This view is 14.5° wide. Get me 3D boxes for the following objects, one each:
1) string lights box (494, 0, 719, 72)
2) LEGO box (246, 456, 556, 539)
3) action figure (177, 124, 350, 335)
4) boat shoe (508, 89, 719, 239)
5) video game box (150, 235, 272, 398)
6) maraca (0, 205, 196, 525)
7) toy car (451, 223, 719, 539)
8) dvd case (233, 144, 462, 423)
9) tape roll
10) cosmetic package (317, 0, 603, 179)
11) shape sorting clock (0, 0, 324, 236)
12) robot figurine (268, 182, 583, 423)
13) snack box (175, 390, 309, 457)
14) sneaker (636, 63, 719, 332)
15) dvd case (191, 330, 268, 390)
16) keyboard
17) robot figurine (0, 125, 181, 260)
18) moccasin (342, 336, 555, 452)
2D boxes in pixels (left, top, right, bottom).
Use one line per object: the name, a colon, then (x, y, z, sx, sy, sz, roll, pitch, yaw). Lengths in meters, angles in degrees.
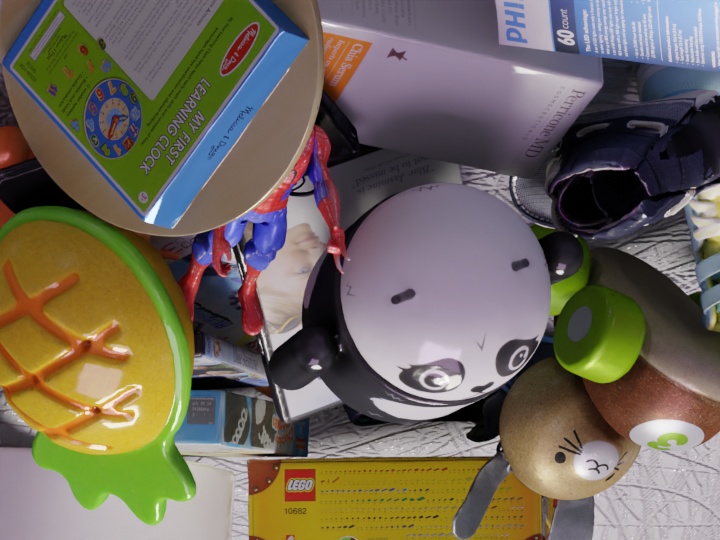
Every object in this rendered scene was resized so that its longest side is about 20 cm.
string lights box: (0.169, -0.160, 1.486, 0.199, 0.059, 0.103, 9, 143, 16)
LEGO box: (0.036, 0.164, 1.904, 0.199, 0.078, 0.149, -1, 175, 11)
action figure: (-0.056, -0.011, 1.552, 0.065, 0.099, 0.200, 4, 143, -14)
boat shoe: (0.128, -0.052, 1.631, 0.092, 0.075, 0.200, -28, -175, -34)
video game box: (-0.052, -0.001, 1.786, 0.182, 0.047, 0.200, -25, 141, 34)
maraca: (-0.150, 0.054, 1.595, 0.137, 0.107, 0.201, 12, 125, 33)
toy car: (0.143, 0.099, 1.758, 0.164, 0.158, 0.201, 22, 109, -31)
dvd case: (0.000, 0.000, 1.713, 0.142, 0.018, 0.201, -20, 136, -7)
tape roll: (-0.187, 0.166, 1.939, 0.201, 0.071, 0.202, 3, 169, 1)
cosmetic package: (0.024, -0.123, 1.582, 0.199, 0.072, 0.102, 10, 144, -19)
shape sorting clock: (-0.106, -0.118, 1.500, 0.199, 0.201, 0.039, -26, 173, 31)
robot figurine: (0.036, 0.022, 1.595, 0.124, 0.151, 0.200, 30, 166, -6)
snack box: (-0.115, 0.101, 1.853, 0.115, 0.037, 0.200, 0, 174, 14)
sneaker: (0.219, -0.037, 1.671, 0.079, 0.131, 0.200, -15, 143, 19)
dvd case: (-0.140, 0.058, 1.749, 0.142, 0.018, 0.200, -3, 172, 12)
keyboard: (-0.101, -0.065, 1.583, 0.199, 0.040, 0.104, -15, 145, 17)
robot figurine: (-0.211, -0.017, 1.687, 0.199, 0.145, 0.117, -7, -171, 7)
moccasin: (0.080, 0.088, 1.905, 0.199, 0.069, 0.081, 1, 147, -7)
